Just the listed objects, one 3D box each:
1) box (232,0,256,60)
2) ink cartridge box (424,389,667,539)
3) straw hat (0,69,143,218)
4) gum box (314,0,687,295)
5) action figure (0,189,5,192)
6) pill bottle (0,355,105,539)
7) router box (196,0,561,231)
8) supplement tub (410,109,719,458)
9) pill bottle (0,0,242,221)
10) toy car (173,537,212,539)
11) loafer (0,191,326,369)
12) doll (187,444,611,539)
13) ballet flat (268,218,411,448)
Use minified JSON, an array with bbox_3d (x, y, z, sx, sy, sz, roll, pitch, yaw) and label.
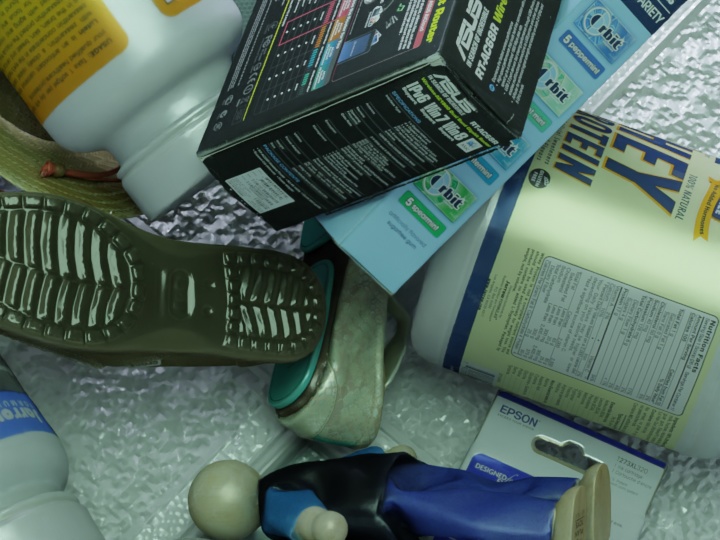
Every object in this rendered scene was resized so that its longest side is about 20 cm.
[{"bbox_3d":[-0.022,-0.203,1.336,0.200,0.051,0.158,-33,92,-3],"label":"box"},{"bbox_3d":[0.069,0.163,1.247,0.095,0.037,0.200,24,66,8],"label":"ink cartridge box"},{"bbox_3d":[-0.179,-0.097,1.321,0.201,0.085,0.201,20,53,-29],"label":"straw hat"},{"bbox_3d":[0.045,-0.101,1.243,0.200,0.045,0.170,-46,29,2],"label":"gum box"},{"bbox_3d":[-0.226,-0.040,1.308,0.200,0.065,0.052,35,53,15],"label":"action figure"},{"bbox_3d":[-0.210,0.082,1.218,0.114,0.114,0.200,-31,70,-19],"label":"pill bottle"},{"bbox_3d":[0.021,-0.126,1.195,0.062,0.150,0.200,43,46,-29],"label":"router box"},{"bbox_3d":[0.139,0.007,1.271,0.200,0.145,0.145,19,63,5],"label":"supplement tub"},{"bbox_3d":[-0.128,-0.127,1.241,0.111,0.111,0.200,-36,90,-21],"label":"pill bottle"},{"bbox_3d":[-0.060,0.211,1.146,0.200,0.175,0.150,3,102,27],"label":"toy car"},{"bbox_3d":[-0.118,0.015,1.239,0.200,0.067,0.076,14,69,-19],"label":"loafer"},{"bbox_3d":[0.011,0.110,1.207,0.200,0.136,0.048,2,101,21],"label":"doll"},{"bbox_3d":[0.000,0.000,1.319,0.062,0.067,0.200,26,63,-25],"label":"ballet flat"}]
